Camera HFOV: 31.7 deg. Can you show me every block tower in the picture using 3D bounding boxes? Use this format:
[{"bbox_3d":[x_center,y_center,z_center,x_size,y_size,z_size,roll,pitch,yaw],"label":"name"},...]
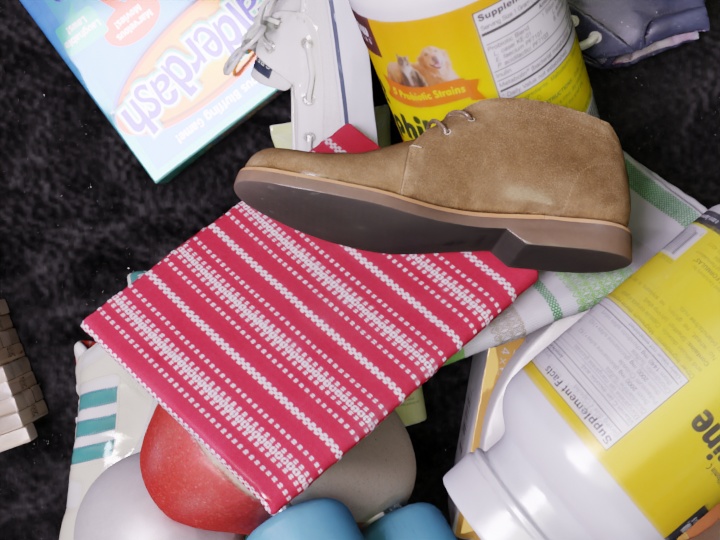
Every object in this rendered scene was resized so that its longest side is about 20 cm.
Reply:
[{"bbox_3d":[-0.261,0.019,0.803,0.054,0.058,0.201,-20,92,4],"label":"block tower"}]

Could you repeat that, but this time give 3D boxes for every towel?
[{"bbox_3d":[-0.021,0.015,0.645,0.144,0.023,0.200,39,60,22],"label":"towel"},{"bbox_3d":[0.083,-0.017,0.721,0.199,0.149,0.031,-22,122,-11],"label":"towel"}]

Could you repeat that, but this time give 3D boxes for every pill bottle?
[{"bbox_3d":[0.059,-0.124,0.679,0.109,0.109,0.201,-22,124,4],"label":"pill bottle"},{"bbox_3d":[0.142,0.069,0.626,0.200,0.112,0.112,-41,92,4],"label":"pill bottle"}]

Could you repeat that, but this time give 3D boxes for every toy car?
[{"bbox_3d":[-0.084,0.135,0.714,0.200,0.177,0.185,-42,60,20],"label":"toy car"}]

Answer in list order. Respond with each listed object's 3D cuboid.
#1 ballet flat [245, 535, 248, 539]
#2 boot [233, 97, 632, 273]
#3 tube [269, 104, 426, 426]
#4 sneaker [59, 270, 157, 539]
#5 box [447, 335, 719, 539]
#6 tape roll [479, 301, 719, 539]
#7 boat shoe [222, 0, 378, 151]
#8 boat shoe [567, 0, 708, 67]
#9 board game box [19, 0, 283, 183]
[{"bbox_3d":[-0.061,0.186,0.796,0.067,0.068,0.201,12,64,-38],"label":"ballet flat"},{"bbox_3d":[0.038,-0.048,0.626,0.199,0.074,0.076,6,79,-10],"label":"boot"},{"bbox_3d":[0.000,0.000,0.796,0.052,0.058,0.201,-12,89,46],"label":"tube"},{"bbox_3d":[-0.149,0.093,0.805,0.093,0.070,0.201,36,109,33],"label":"sneaker"},{"bbox_3d":[0.161,0.108,0.769,0.199,0.097,0.125,9,94,1],"label":"box"},{"bbox_3d":[0.165,0.107,0.702,0.201,0.037,0.204,0,94,2],"label":"tape roll"},{"bbox_3d":[-0.039,-0.126,0.733,0.085,0.075,0.203,-7,114,-1],"label":"boat shoe"},{"bbox_3d":[0.112,-0.161,0.752,0.199,0.075,0.093,-13,87,3],"label":"boat shoe"},{"bbox_3d":[-0.124,-0.179,0.784,0.152,0.045,0.200,-37,94,4],"label":"board game box"}]
